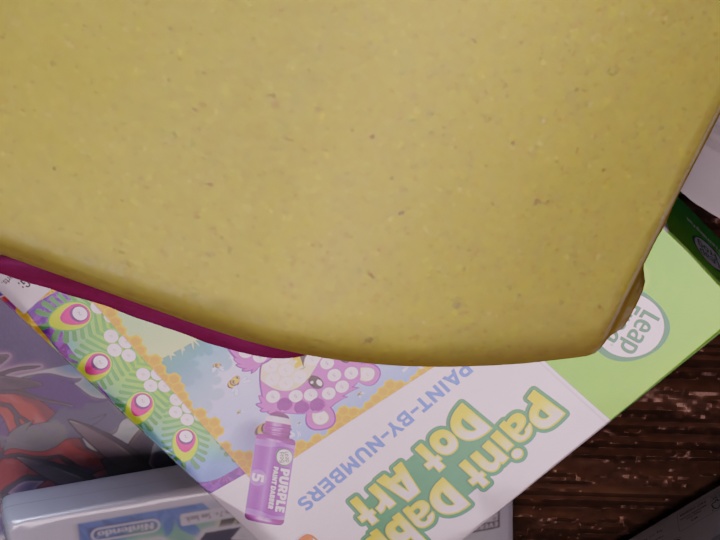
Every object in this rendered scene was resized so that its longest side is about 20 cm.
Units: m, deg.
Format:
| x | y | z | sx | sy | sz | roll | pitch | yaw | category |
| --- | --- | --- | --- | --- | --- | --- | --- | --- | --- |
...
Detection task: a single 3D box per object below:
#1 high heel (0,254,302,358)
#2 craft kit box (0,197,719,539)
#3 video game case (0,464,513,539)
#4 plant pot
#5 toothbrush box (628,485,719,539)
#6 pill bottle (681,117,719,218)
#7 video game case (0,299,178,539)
| x | y | z | sx | sy | sz | roll | pitch | yaw | category |
| --- | --- | --- | --- | --- | --- | --- | --- | --- | --- |
| -0.098 | -0.016 | 0.931 | 0.199 | 0.068 | 0.096 | 23 | 170 | 18 | high heel |
| 0.000 | 0.000 | 0.970 | 0.197 | 0.049 | 0.200 | 43 | 112 | -15 | craft kit box |
| -0.036 | 0.148 | 1.093 | 0.199 | 0.022 | 0.183 | -9 | 127 | -9 | video game case |
| 0.015 | -0.082 | 0.801 | 0.199 | 0.194 | 0.196 | 25 | 111 | 3 | plant pot |
| 0.190 | 0.180 | 1.104 | 0.146 | 0.085 | 0.200 | -32 | 121 | 21 | toothbrush box |
| 0.164 | -0.114 | 0.875 | 0.115 | 0.116 | 0.201 | 12 | 125 | -8 | pill bottle |
| -0.161 | 0.065 | 1.060 | 0.200 | 0.023 | 0.182 | 36 | 118 | -22 | video game case |
